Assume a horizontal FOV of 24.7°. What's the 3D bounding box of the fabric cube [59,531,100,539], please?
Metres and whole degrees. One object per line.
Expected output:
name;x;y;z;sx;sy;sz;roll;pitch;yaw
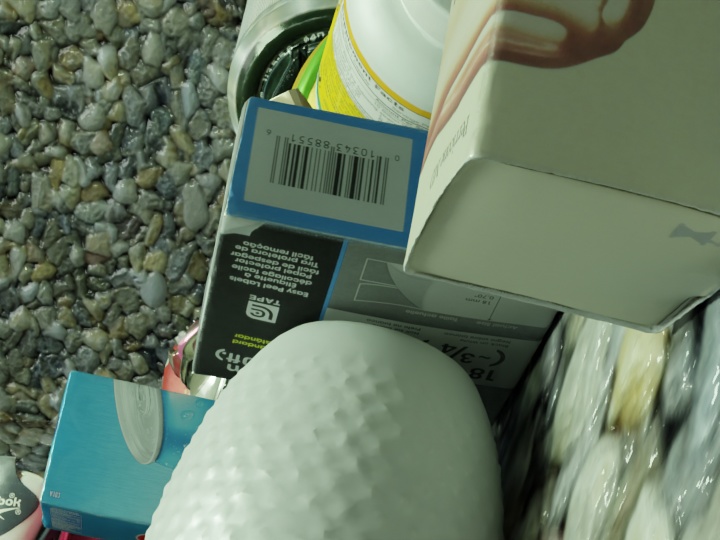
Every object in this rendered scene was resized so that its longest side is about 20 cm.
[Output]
fabric cube;-0.091;0.223;0.963;0.200;0.198;0.198;108;174;-46

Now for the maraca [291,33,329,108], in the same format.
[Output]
maraca;0.007;-0.059;0.927;0.107;0.136;0.202;26;89;54

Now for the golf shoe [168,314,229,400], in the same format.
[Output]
golf shoe;-0.018;0.030;1.006;0.199;0.092;0.073;-39;-26;7

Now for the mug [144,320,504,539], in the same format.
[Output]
mug;-0.006;0.132;0.678;0.200;0.146;0.177;57;-138;-52

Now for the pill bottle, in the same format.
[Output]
pill bottle;0.043;-0.110;0.756;0.200;0.111;0.114;119;163;-75

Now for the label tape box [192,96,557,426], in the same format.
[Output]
label tape box;0.002;0.017;0.731;0.201;0.142;0.064;109;170;-57

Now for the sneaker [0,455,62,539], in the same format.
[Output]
sneaker;-0.223;0.180;0.970;0.199;0.078;0.131;-48;-35;-78

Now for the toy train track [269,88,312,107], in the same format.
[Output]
toy train track;0.000;0.000;0.869;0.032;0.114;0.202;-29;-84;-62

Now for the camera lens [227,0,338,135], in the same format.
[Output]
camera lens;-0.010;-0.158;1.189;0.201;0.158;0.161;-86;9;-57

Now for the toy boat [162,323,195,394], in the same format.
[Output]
toy boat;-0.090;0.114;1.213;0.200;0.129;0.132;54;-135;-48

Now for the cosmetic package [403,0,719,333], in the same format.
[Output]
cosmetic package;0.076;-0.097;0.487;0.103;0.086;0.202;118;163;-69

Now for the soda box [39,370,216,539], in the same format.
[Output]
soda box;-0.054;0.108;0.812;0.064;0.198;0.069;116;165;-68
